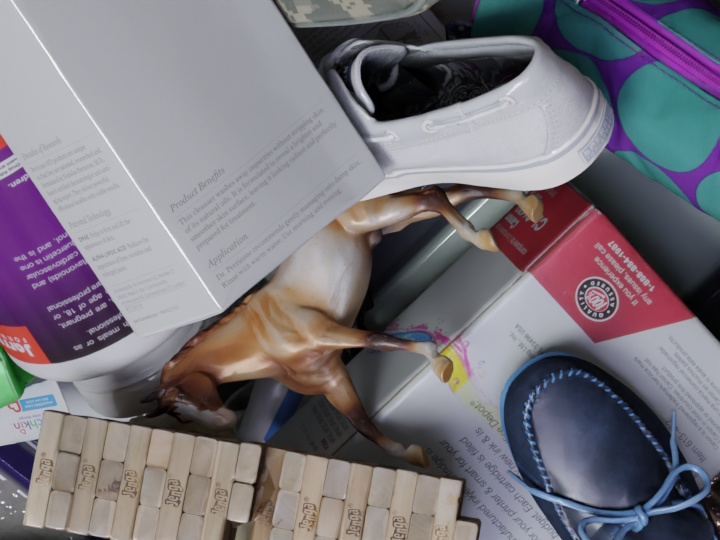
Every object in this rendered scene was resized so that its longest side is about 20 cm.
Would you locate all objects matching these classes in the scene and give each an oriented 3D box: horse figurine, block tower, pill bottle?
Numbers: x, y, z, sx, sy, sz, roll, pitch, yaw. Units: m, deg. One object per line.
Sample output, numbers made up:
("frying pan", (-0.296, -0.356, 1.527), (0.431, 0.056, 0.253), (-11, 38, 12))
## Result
("horse figurine", (0.000, 0.000, 1.281), (0.132, 0.201, 0.050), (18, 166, 27))
("block tower", (-0.046, 0.104, 1.250), (0.199, 0.058, 0.054), (10, 87, 5))
("pill bottle", (-0.142, -0.028, 1.289), (0.112, 0.113, 0.200), (-20, 123, 16))

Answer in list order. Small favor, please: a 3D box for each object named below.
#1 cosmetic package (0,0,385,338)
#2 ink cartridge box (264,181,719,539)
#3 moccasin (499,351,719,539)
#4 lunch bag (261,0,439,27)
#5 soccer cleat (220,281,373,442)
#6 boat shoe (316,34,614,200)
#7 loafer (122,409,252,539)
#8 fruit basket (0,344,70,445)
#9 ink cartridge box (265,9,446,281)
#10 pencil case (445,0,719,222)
("cosmetic package", (-0.095, -0.086, 1.186), (0.200, 0.113, 0.081), (57, 148, -8))
("ink cartridge box", (0.073, 0.076, 1.332), (0.200, 0.083, 0.146), (-43, 110, 2))
("moccasin", (0.138, 0.121, 1.278), (0.080, 0.068, 0.200), (-38, 110, 0))
("lunch bag", (0.006, -0.219, 1.185), (0.139, 0.168, 0.201), (1, 123, 50))
("soccer cleat", (-0.022, 0.094, 1.406), (0.086, 0.070, 0.201), (-7, 110, 15))
("boat shoe", (0.016, -0.072, 1.225), (0.199, 0.072, 0.069), (7, 147, 45))
("loafer", (-0.082, 0.124, 1.371), (0.075, 0.069, 0.200), (-22, 155, -1))
("fruit basket", (-0.258, 0.015, 1.393), (0.199, 0.094, 0.186), (-8, 117, 28))
("ink cartridge box", (-0.049, -0.113, 1.315), (0.161, 0.050, 0.200), (-36, 114, 22))
("pencil case", (0.140, -0.083, 1.230), (0.200, 0.092, 0.085), (34, 79, 24))
